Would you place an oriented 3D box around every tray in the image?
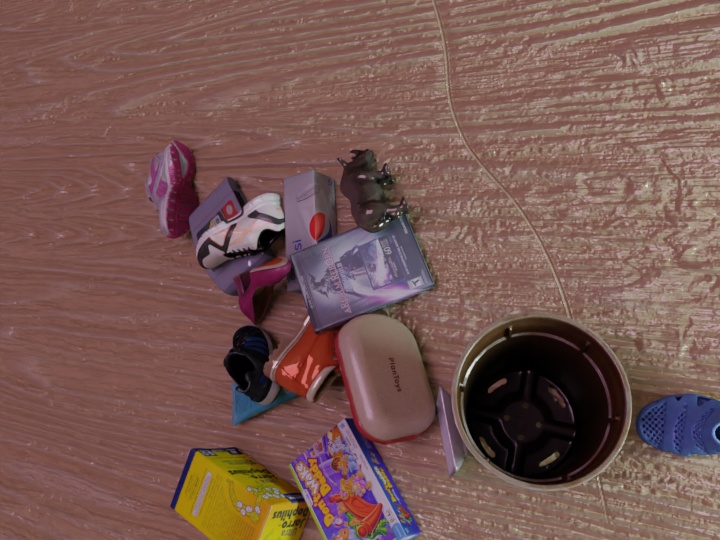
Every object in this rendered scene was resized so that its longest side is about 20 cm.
[{"bbox_3d":[0.124,0.222,1.064,0.022,0.200,0.108,-11,73,1],"label":"tray"}]

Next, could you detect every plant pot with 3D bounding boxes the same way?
[{"bbox_3d":[0.209,0.173,0.969,0.199,0.198,0.201,-1,72,4],"label":"plant pot"}]

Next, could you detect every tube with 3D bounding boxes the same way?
[{"bbox_3d":[-0.153,0.203,1.335,0.200,0.050,0.078,-24,53,32],"label":"tube"}]

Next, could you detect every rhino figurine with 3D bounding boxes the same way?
[{"bbox_3d":[0.012,-0.137,1.264,0.087,0.060,0.200,-25,48,3],"label":"rhino figurine"}]

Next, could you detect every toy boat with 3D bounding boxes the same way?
[{"bbox_3d":[0.022,0.170,1.190,0.131,0.130,0.201,-46,54,53],"label":"toy boat"}]

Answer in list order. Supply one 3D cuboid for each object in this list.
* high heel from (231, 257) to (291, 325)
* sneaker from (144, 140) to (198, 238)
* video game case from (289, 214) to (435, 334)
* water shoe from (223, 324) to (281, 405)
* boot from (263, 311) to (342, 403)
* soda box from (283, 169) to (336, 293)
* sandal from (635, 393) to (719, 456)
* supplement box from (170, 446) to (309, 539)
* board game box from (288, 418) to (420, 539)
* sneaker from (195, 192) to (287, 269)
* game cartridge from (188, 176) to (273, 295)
[{"bbox_3d":[-0.153,0.037,1.323,0.200,0.067,0.096,-16,98,62],"label":"high heel"},{"bbox_3d":[-0.375,-0.150,1.542,0.088,0.081,0.201,-20,62,31],"label":"sneaker"},{"bbox_3d":[0.000,0.000,1.235,0.199,0.019,0.143,-22,65,3],"label":"video game case"},{"bbox_3d":[-0.190,0.143,1.319,0.072,0.079,0.200,-53,35,9],"label":"water shoe"},{"bbox_3d":[-0.051,0.115,1.247,0.107,0.075,0.200,31,75,26],"label":"boot"},{"bbox_3d":[-0.083,-0.063,1.326,0.068,0.063,0.201,-11,75,32],"label":"soda box"},{"bbox_3d":[0.421,0.185,0.917,0.199,0.087,0.080,-4,80,36],"label":"sandal"},{"bbox_3d":[-0.197,0.383,1.289,0.200,0.109,0.110,23,94,35],"label":"supplement box"},{"bbox_3d":[-0.013,0.350,1.207,0.134,0.045,0.200,-43,60,20],"label":"board game box"},{"bbox_3d":[-0.208,-0.053,1.364,0.200,0.074,0.080,-34,66,24],"label":"sneaker"},{"bbox_3d":[-0.247,-0.059,1.458,0.133,0.041,0.200,-44,60,24],"label":"game cartridge"}]
